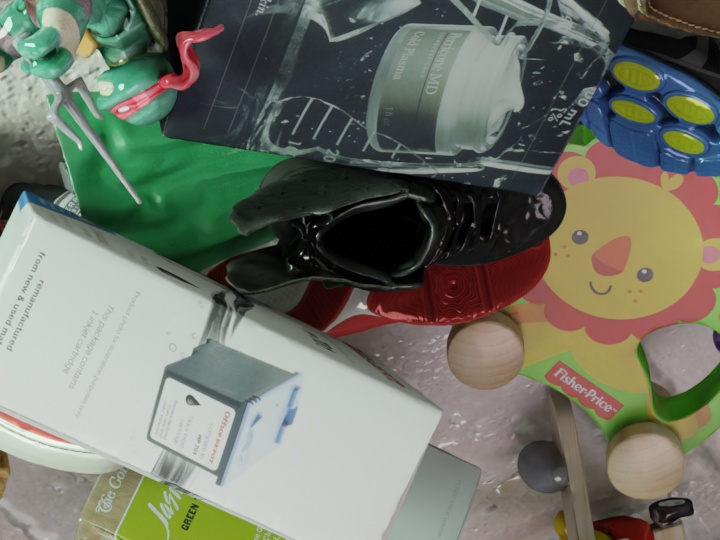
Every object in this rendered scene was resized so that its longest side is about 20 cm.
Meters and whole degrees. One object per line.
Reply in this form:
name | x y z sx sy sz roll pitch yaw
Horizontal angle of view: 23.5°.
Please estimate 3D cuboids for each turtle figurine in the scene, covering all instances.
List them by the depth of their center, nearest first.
turtle figurine | -0.136 -0.121 0.735 0.100 0.201 0.149 -32 -173 -26

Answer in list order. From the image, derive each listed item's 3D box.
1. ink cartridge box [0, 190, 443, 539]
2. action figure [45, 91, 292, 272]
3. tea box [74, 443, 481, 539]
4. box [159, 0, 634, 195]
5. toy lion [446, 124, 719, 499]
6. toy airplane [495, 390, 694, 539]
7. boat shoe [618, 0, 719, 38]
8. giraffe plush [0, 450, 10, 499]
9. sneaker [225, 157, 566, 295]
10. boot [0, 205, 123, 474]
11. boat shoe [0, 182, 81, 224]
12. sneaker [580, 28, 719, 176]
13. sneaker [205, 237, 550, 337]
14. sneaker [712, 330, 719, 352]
ink cartridge box | -0.079 0.047 0.791 0.199 0.146 0.086 25 91 -15
action figure | -0.053 -0.056 0.901 0.198 0.055 0.119 -16 96 -16
tea box | -0.060 0.168 1.009 0.195 0.134 0.200 24 147 1
box | 0.021 -0.156 0.786 0.195 0.125 0.201 6 133 -21
toy lion | 0.155 0.012 1.003 0.199 0.069 0.192 35 117 -15
toy airplane | 0.144 0.210 1.132 0.140 0.201 0.200 -7 140 17
boat shoe | 0.203 -0.125 0.747 0.201 0.075 0.075 -9 141 -27
giraffe plush | -0.283 0.126 0.995 0.162 0.173 0.200 -46 119 3
sneaker | 0.023 -0.020 0.849 0.198 0.104 0.061 1 107 -18
boot | -0.180 0.005 0.874 0.199 0.072 0.145 32 132 19
boat shoe | -0.168 0.031 0.975 0.066 0.070 0.201 19 140 20
sneaker | 0.200 -0.097 0.923 0.198 0.083 0.071 10 141 0
sneaker | 0.000 0.000 0.970 0.198 0.079 0.116 -9 -179 -9
sneaker | 0.254 -0.030 1.017 0.083 0.081 0.201 19 123 -7
